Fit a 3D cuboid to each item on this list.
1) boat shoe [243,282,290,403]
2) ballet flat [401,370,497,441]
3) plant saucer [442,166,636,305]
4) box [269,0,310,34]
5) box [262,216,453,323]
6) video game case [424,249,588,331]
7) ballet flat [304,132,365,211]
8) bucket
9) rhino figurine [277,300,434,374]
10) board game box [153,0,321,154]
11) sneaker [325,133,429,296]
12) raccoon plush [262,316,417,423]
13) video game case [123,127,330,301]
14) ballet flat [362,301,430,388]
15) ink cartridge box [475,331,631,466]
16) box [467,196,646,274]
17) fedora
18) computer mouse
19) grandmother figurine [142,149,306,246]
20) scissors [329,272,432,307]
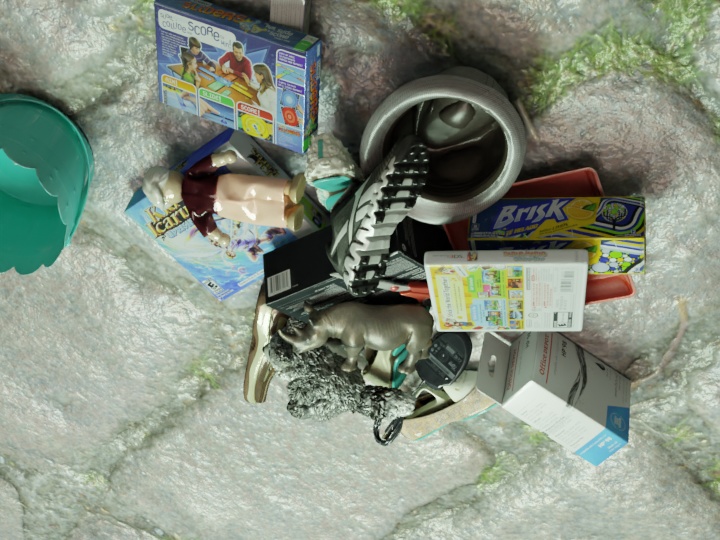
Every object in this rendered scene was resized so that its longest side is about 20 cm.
[{"bbox_3d":[-0.114,0.110,1.711,0.075,0.075,0.203,10,131,-2],"label":"boat shoe"},{"bbox_3d":[0.119,0.175,1.712,0.200,0.068,0.067,-32,109,32],"label":"ballet flat"},{"bbox_3d":[0.215,-0.037,1.526,0.199,0.037,0.200,-11,127,22],"label":"plant saucer"},{"bbox_3d":[-0.079,-0.268,1.402,0.041,0.039,0.200,11,131,6],"label":"box"},{"bbox_3d":[0.000,0.000,1.549,0.200,0.079,0.141,-22,148,28],"label":"box"},{"bbox_3d":[0.173,0.026,1.477,0.182,0.023,0.200,-1,156,8],"label":"video game case"},{"bbox_3d":[-0.025,-0.118,1.467,0.072,0.072,0.200,8,172,7],"label":"ballet flat"},{"bbox_3d":[-0.437,-0.112,1.561,0.207,0.135,0.207,7,132,8],"label":"bucket"},{"bbox_3d":[-0.003,0.075,1.534,0.200,0.060,0.088,3,126,-12],"label":"rhino figurine"},{"bbox_3d":[-0.140,-0.225,1.418,0.200,0.034,0.136,22,134,19],"label":"board game box"},{"bbox_3d":[0.009,-0.074,1.408,0.090,0.066,0.200,43,123,35],"label":"sneaker"},{"bbox_3d":[-0.029,0.122,1.638,0.200,0.097,0.134,-3,140,5],"label":"raccoon plush"},{"bbox_3d":[-0.169,-0.068,1.591,0.200,0.045,0.181,-29,117,33],"label":"video game case"},{"bbox_3d":[0.040,0.090,1.654,0.069,0.070,0.200,16,140,0],"label":"ballet flat"},{"bbox_3d":[0.252,0.149,1.620,0.200,0.116,0.067,32,130,-14],"label":"ink cartridge box"},{"bbox_3d":[0.227,-0.040,1.446,0.200,0.064,0.070,0,142,14],"label":"box"},{"bbox_3d":[0.099,-0.155,1.417,0.177,0.090,0.200,27,134,-8],"label":"fedora"},{"bbox_3d":[0.083,0.157,1.686,0.059,0.034,0.200,44,109,15],"label":"computer mouse"},{"bbox_3d":[-0.168,-0.089,1.510,0.200,0.061,0.122,10,102,11],"label":"grandmother figurine"},{"bbox_3d":[0.048,0.025,1.508,0.200,0.014,0.073,2,155,-21],"label":"scissors"}]
